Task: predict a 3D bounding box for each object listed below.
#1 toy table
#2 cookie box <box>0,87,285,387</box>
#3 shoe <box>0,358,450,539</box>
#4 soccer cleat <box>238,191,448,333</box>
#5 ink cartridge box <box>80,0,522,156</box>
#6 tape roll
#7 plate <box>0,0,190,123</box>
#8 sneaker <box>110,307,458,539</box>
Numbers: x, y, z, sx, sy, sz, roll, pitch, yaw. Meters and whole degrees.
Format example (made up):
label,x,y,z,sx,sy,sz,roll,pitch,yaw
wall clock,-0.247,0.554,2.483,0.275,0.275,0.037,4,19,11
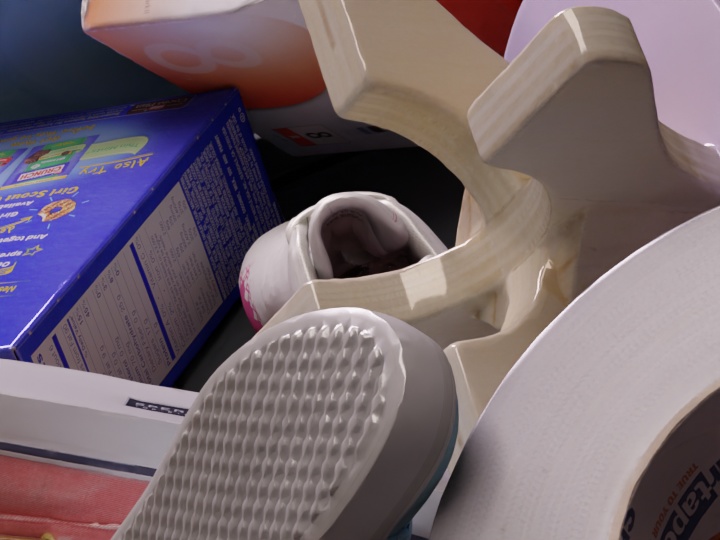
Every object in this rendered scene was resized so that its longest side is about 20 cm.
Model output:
label,x,y,z,sx,sy,sz,roll,pitch,yaw
toy table,0.054,-0.012,0.751,0.117,0.184,0.201,3,45,-35
cookie box,-0.147,0.015,1.019,0.170,0.076,0.200,-7,28,29
shoe,-0.041,0.090,0.795,0.199,0.092,0.071,11,8,4
soccer cleat,0.000,0.000,0.912,0.070,0.087,0.200,-27,25,-11
ink cartridge box,0.015,-0.092,1.024,0.199,0.162,0.050,2,75,33
tape roll,0.116,0.076,0.590,0.199,0.066,0.201,-16,51,21
plate,-0.090,-0.107,1.102,0.199,0.200,0.026,-20,61,6
sneaker,-0.011,0.074,0.693,0.200,0.082,0.074,-47,42,49
